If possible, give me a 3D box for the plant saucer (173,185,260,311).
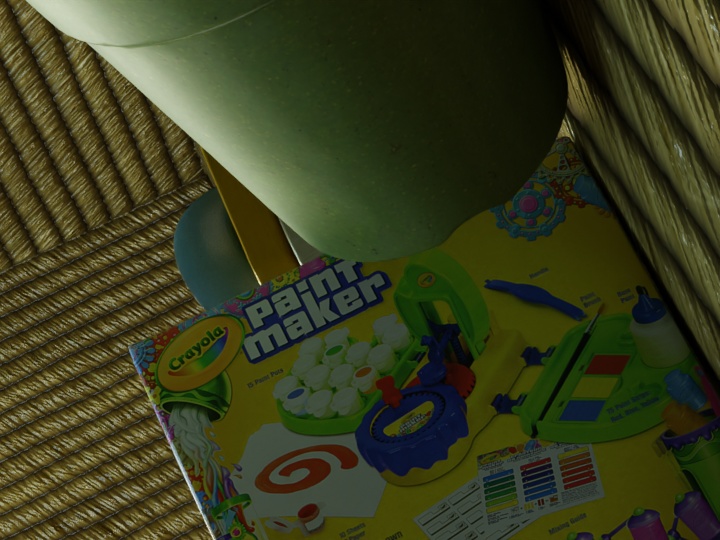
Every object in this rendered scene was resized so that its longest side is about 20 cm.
[{"bbox_3d":[0.000,0.000,1.121,0.200,0.199,0.028,59,136,46],"label":"plant saucer"}]

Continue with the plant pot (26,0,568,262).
[{"bbox_3d":[-0.018,-0.108,0.761,0.190,0.200,0.200,54,-177,-38],"label":"plant pot"}]

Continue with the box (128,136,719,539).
[{"bbox_3d":[0.041,0.086,0.859,0.122,0.199,0.193,75,169,-67],"label":"box"}]

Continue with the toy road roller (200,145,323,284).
[{"bbox_3d":[-0.006,-0.070,1.079,0.201,0.123,0.146,67,-171,24],"label":"toy road roller"}]
